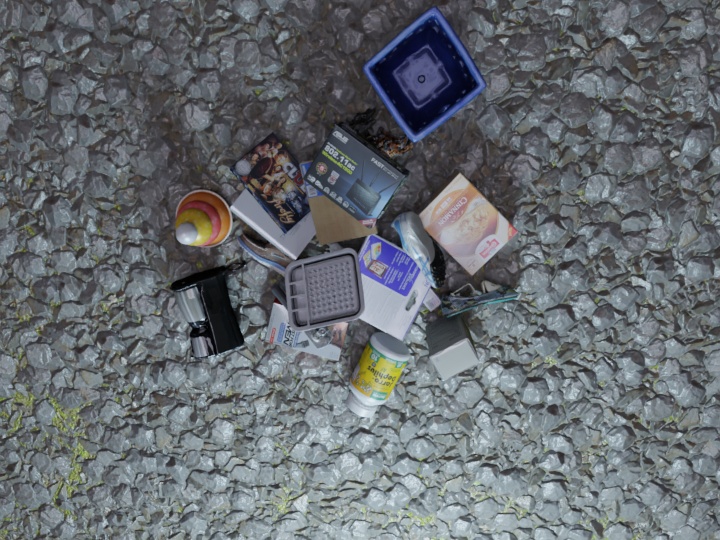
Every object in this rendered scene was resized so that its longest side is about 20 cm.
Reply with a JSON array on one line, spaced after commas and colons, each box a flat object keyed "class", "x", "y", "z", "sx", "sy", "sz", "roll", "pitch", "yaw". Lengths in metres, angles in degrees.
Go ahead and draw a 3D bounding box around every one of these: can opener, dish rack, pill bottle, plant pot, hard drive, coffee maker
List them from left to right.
[{"class": "coffee maker", "x": -0.360, "y": 0.103, "z": 1.580, "sx": 0.190, "sy": 0.135, "sz": 0.202, "roll": -14, "pitch": 106, "yaw": 7}, {"class": "hard drive", "x": -0.199, "y": -0.137, "z": 1.527, "sx": 0.199, "sy": 0.026, "sz": 0.132, "roll": 39, "pitch": 75, "yaw": -8}, {"class": "can opener", "x": -0.142, "y": 0.108, "z": 1.552, "sx": 0.053, "sy": 0.067, "sz": 0.200, "roll": -39, "pitch": 85, "yaw": -2}, {"class": "dish rack", "x": -0.080, "y": 0.049, "z": 1.479, "sx": 0.198, "sy": 0.043, "sz": 0.174, "roll": -14, "pitch": 73, "yaw": 22}, {"class": "pill bottle", "x": 0.039, "y": 0.271, "z": 1.615, "sx": 0.112, "sy": 0.113, "sz": 0.201, "roll": 25, "pitch": 106, "yaw": -4}, {"class": "plant pot", "x": 0.136, "y": -0.425, "z": 1.371, "sx": 0.199, "sy": 0.180, "sz": 0.201, "roll": -35, "pitch": 102, "yaw": 12}]

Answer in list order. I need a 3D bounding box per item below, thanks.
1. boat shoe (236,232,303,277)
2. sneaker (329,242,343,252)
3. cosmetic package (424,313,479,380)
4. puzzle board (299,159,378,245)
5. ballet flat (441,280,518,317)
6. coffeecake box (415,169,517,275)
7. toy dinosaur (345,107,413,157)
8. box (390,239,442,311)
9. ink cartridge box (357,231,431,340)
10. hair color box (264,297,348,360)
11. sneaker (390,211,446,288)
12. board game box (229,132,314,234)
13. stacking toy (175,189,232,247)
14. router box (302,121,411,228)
[{"class": "boat shoe", "x": -0.212, "y": -0.045, "z": 1.566, "sx": 0.199, "sy": 0.072, "sz": 0.073, "roll": 33, "pitch": 101, "yaw": -16}, {"class": "sneaker", "x": 0.000, "y": 0.000, "z": 1.570, "sx": 0.088, "sy": 0.075, "sz": 0.201, "roll": -36, "pitch": 104, "yaw": -3}, {"class": "cosmetic package", "x": 0.221, "y": 0.178, "z": 1.531, "sx": 0.104, "sy": 0.200, "sz": 0.072, "roll": -28, "pitch": 103, "yaw": 11}, {"class": "puzzle board", "x": -0.051, "y": -0.171, "z": 1.478, "sx": 0.149, "sy": 0.017, "sz": 0.202, "roll": -10, "pitch": 101, "yaw": 17}, {"class": "ballet flat", "x": 0.294, "y": 0.060, "z": 1.558, "sx": 0.198, "sy": 0.074, "sz": 0.075, "roll": -15, "pitch": 106, "yaw": -7}, {"class": "coffeecake box", "x": 0.251, "y": -0.115, "z": 1.510, "sx": 0.200, "sy": 0.073, "sz": 0.154, "roll": 43, "pitch": 104, "yaw": -9}, {"class": "toy dinosaur", "x": 0.019, "y": -0.292, "z": 1.468, "sx": 0.198, "sy": 0.102, "sz": 0.137, "roll": -24, "pitch": 122, "yaw": -12}, {"class": "box", "x": 0.130, "y": 0.013, "z": 1.572, "sx": 0.041, "sy": 0.039, "sz": 0.200, "roll": -39, "pitch": 100, "yaw": 11}, {"class": "ink cartridge box", "x": 0.060, "y": 0.039, "z": 1.520, "sx": 0.199, "sy": 0.043, "sz": 0.200, "roll": 28, "pitch": 91, "yaw": -8}, {"class": "hair color box", "x": -0.137, "y": 0.149, "z": 1.616, "sx": 0.198, "sy": 0.064, "sz": 0.112, "roll": 14, "pitch": 105, "yaw": -2}, {"class": "sneaker", "x": 0.141, "y": -0.047, "z": 1.481, "sx": 0.072, "sy": 0.072, "sz": 0.201, "roll": -15, "pitch": 109, "yaw": 46}, {"class": "board game box", "x": -0.195, "y": -0.209, "z": 1.498, "sx": 0.135, "sy": 0.035, "sz": 0.200, "roll": -44, "pitch": 100, "yaw": -16}, {"class": "stacking toy", "x": -0.395, "y": -0.106, "z": 1.486, "sx": 0.144, "sy": 0.200, "sz": 0.148, "roll": 1, "pitch": 106, "yaw": 4}, {"class": "router box", "x": -0.010, "y": -0.214, "z": 1.409, "sx": 0.199, "sy": 0.062, "sz": 0.150, "roll": 36, "pitch": 113, "yaw": 4}]
